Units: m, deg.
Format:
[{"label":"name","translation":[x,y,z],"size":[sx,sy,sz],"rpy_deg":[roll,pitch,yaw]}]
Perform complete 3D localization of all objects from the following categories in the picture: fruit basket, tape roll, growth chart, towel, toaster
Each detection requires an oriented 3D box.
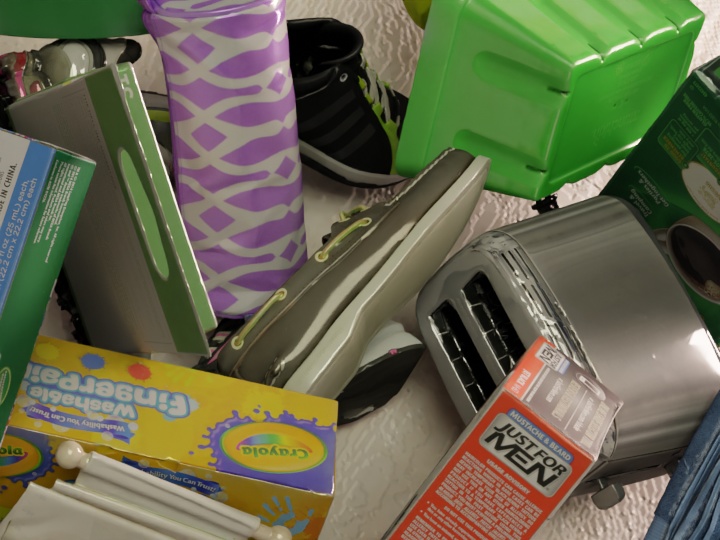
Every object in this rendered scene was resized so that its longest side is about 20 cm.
[{"label":"fruit basket","translation":[0.086,-0.153,1.175],"size":[0.214,0.156,0.216],"rpy_deg":[10,30,-6]},{"label":"tape roll","translation":[-0.166,-0.187,1.133],"size":[0.199,0.048,0.201],"rpy_deg":[1,23,-1]},{"label":"growth chart","translation":[-0.138,0.164,0.960],"size":[0.144,0.200,0.018],"rpy_deg":[31,34,-22]},{"label":"towel","translation":[0.203,0.167,1.075],"size":[0.112,0.048,0.201],"rpy_deg":[38,76,-44]},{"label":"toaster","translation":[0.122,0.041,1.115],"size":[0.129,0.114,0.201],"rpy_deg":[-13,71,-41]}]

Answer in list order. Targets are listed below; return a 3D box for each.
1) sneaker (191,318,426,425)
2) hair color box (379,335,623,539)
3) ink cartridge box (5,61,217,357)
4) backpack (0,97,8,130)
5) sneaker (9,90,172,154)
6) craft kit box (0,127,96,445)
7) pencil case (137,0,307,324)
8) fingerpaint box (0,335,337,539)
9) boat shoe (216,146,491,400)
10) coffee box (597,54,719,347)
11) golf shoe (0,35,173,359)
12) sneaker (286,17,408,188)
[{"label":"sneaker","translation":[-0.066,0.063,1.104],"size":[0.199,0.081,0.086],"rpy_deg":[-21,59,-31]},{"label":"hair color box","translation":[0.051,0.140,1.005],"size":[0.064,0.200,0.111],"rpy_deg":[38,18,5]},{"label":"ink cartridge box","translation":[-0.113,-0.031,0.950],"size":[0.048,0.200,0.146],"rpy_deg":[-21,97,-25]},{"label":"backpack","translation":[-0.264,-0.008,1.033],"size":[0.182,0.135,0.201],"rpy_deg":[-16,99,4]},{"label":"sneaker","translation":[-0.161,-0.068,1.144],"size":[0.199,0.074,0.081],"rpy_deg":[9,82,-11]},{"label":"craft kit box","translation":[-0.244,0.011,0.900],"size":[0.197,0.048,0.201],"rpy_deg":[20,91,21]},{"label":"pencil case","translation":[-0.076,-0.070,1.064],"size":[0.085,0.201,0.084],"rpy_deg":[-8,24,-10]},{"label":"fingerpaint box","translation":[-0.127,0.126,0.989],"size":[0.199,0.167,0.074],"rpy_deg":[12,39,-8]},{"label":"boat shoe","translation":[0.000,-0.002,1.060],"size":[0.060,0.072,0.202],"rpy_deg":[32,66,17]},{"label":"coffee box","translation":[0.212,-0.033,1.144],"size":[0.044,0.200,0.123],"rpy_deg":[-32,75,-29]},{"label":"golf shoe","translation":[-0.142,-0.035,1.082],"size":[0.092,0.073,0.201],"rpy_deg":[-16,104,-15]},{"label":"sneaker","translation":[-0.015,-0.108,1.150],"size":[0.199,0.083,0.072],"rpy_deg":[12,51,-41]}]
